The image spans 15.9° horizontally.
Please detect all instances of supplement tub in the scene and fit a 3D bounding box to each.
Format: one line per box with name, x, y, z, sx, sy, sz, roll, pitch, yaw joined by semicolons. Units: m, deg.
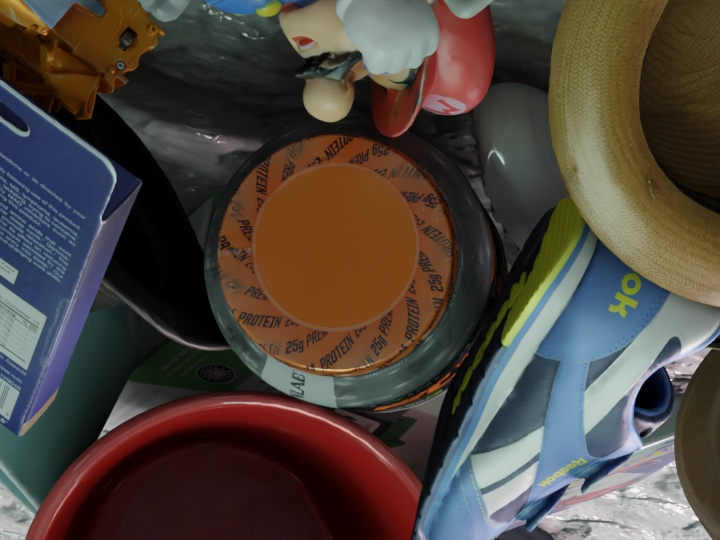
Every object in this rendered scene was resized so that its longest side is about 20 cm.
supplement tub;0.000;0.000;1.118;0.122;0.123;0.200;5;177;7

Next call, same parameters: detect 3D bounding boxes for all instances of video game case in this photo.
video game case;0.091;0.113;1.344;0.199;0.023;0.182;-19;169;-18

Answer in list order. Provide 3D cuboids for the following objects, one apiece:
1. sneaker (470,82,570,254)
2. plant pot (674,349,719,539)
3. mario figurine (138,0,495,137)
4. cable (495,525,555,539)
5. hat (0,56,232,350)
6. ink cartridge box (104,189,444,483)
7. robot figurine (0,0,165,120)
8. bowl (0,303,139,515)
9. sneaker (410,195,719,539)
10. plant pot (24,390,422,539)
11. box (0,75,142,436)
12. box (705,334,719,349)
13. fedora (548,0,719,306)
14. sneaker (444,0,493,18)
sneaker;0.114;-0.036;1.151;0.080;0.077;0.200;-15;152;25
plant pot;0.233;0.096;1.185;0.200;0.201;0.174;-12;157;34
mario figurine;-0.039;-0.106;1.002;0.200;0.124;0.106;26;120;-19
cable;0.072;0.202;1.623;0.200;0.051;0.163;29;147;-34
hat;-0.141;-0.022;1.114;0.081;0.201;0.201;-37;138;9
ink cartridge box;-0.023;0.050;1.326;0.199;0.085;0.146;20;151;-21
robot figurine;-0.170;-0.137;0.972;0.200;0.058;0.145;40;166;-14
bowl;-0.182;0.014;1.233;0.201;0.105;0.201;44;170;10
sneaker;0.077;0.062;1.042;0.082;0.074;0.200;21;133;-7
plant pot;-0.065;0.151;1.219;0.200;0.201;0.177;13;178;-7
box;-0.154;-0.026;1.009;0.121;0.032;0.200;37;145;5
box;0.208;0.009;1.093;0.200;0.021;0.163;-8;-170;-37
fedora;0.151;-0.083;0.992;0.200;0.201;0.082;25;-173;-29
sneaker;-0.016;-0.159;0.921;0.200;0.092;0.076;21;149;-23
